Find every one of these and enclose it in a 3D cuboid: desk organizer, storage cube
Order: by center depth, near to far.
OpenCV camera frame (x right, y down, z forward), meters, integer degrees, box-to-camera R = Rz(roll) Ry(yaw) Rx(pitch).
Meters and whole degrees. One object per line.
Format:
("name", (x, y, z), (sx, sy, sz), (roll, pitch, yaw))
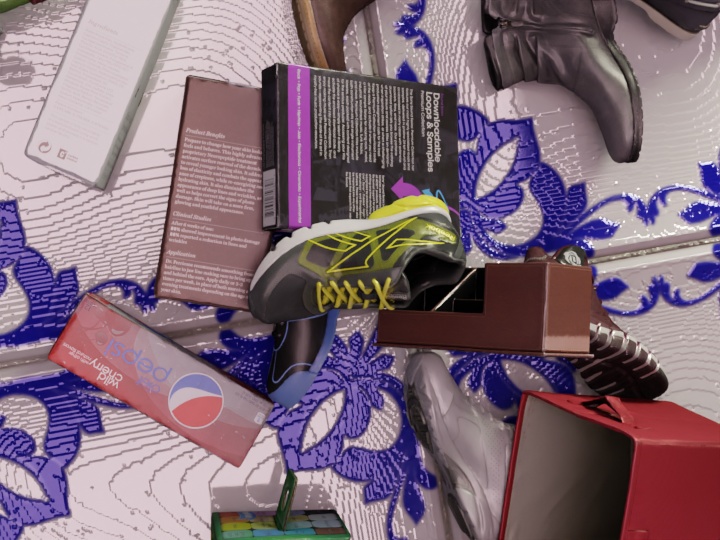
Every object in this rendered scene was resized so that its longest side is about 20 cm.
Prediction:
("desk organizer", (0.106, 0.034, 1.087), (0.071, 0.199, 0.078), (5, 86, -44))
("storage cube", (0.249, 0.214, 1.097), (0.178, 0.171, 0.202), (7, 95, -27))

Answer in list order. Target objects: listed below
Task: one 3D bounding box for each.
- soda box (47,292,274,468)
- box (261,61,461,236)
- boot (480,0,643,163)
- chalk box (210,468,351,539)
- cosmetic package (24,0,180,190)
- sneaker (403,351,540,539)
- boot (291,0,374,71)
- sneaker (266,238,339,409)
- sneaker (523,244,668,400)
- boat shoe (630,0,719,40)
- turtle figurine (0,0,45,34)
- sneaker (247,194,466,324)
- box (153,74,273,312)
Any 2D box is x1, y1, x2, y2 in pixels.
("soda box", (-0.180, 0.099, 1.116), (0.199, 0.063, 0.070), (32, 86, -7))
("box", (0.004, -0.103, 1.107), (0.199, 0.036, 0.144), (3, 84, -32))
("boot", (0.186, -0.186, 1.165), (0.130, 0.070, 0.202), (-13, 81, -7))
("chalk box", (-0.074, 0.283, 1.106), (0.123, 0.125, 0.202), (-1, 90, -8))
("cosmetic package", (-0.224, -0.177, 1.086), (0.074, 0.102, 0.201), (23, 89, -8))
("sneaker", (0.109, 0.157, 1.161), (0.099, 0.078, 0.201), (-27, 104, -13))
("boot", (0.016, -0.276, 1.130), (0.165, 0.072, 0.202), (-9, 89, -6))
("sneaker", (-0.056, 0.022, 1.127), (0.077, 0.070, 0.201), (25, 79, -18))
("sneaker", (0.225, 0.039, 1.172), (0.199, 0.075, 0.116), (35, 46, -31))
("boat shoe", (0.265, -0.286, 1.137), (0.199, 0.063, 0.073), (25, 51, -30))
("turtle figurine", (-0.330, -0.257, 1.033), (0.193, 0.144, 0.201), (-36, 139, -23))
("sneaker", (0.000, 0.000, 1.048), (0.199, 0.085, 0.075), (-25, 137, -11))
("box", (-0.125, -0.068, 1.116), (0.099, 0.075, 0.202), (10, 92, -8))
